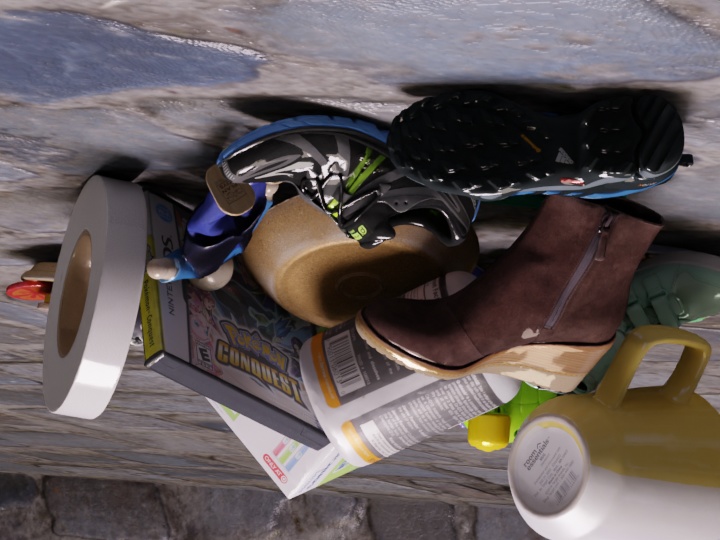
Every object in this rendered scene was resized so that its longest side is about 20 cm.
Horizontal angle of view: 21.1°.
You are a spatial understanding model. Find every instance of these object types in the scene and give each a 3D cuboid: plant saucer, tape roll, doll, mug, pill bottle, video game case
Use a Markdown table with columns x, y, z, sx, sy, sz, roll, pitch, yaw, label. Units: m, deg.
| x | y | z | sx | sy | sz | roll | pitch | yaw | label |
| --- | --- | --- | --- | --- | --- | --- | --- | --- | --- |
| 0.000 | 0.000 | 1.606 | 0.200 | 0.036 | 0.200 | -1 | 148 | 0 | plant saucer |
| -0.221 | 0.022 | 1.597 | 0.037 | 0.203 | 0.203 | 11 | 167 | -18 | tape roll |
| -0.109 | -0.034 | 1.503 | 0.048 | 0.136 | 0.200 | 47 | 157 | 7 | doll |
| 0.198 | 0.143 | 1.546 | 0.153 | 0.187 | 0.149 | 10 | 165 | -43 | mug |
| 0.060 | 0.070 | 1.567 | 0.200 | 0.117 | 0.116 | -25 | 159 | 11 | pill bottle |
| -0.108 | 0.040 | 1.624 | 0.025 | 0.181 | 0.200 | -35 | 135 | 27 | video game case |

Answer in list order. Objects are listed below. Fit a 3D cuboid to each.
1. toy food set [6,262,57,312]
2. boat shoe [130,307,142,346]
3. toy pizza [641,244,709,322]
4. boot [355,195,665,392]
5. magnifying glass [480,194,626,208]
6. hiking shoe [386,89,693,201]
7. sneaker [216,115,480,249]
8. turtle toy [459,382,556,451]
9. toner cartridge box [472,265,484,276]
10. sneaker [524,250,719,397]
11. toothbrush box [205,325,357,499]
| x | y | z | sx | sy | sz | roll | pitch | yaw | label |
| --- | --- | --- | --- | --- | --- | --- | --- | --- | --- |
| -0.251 | 0.030 | 1.946 | 0.198 | 0.049 | 0.200 | 13 | 173 | -32 | toy food set |
| -0.187 | 0.048 | 1.692 | 0.200 | 0.063 | 0.073 | 28 | 146 | 38 | boat shoe |
| 0.248 | 0.015 | 1.701 | 0.200 | 0.032 | 0.200 | 6 | 167 | 1 | toy pizza |
| 0.110 | 0.003 | 1.438 | 0.199 | 0.167 | 0.072 | 12 | -150 | -18 | boot |
| 0.107 | -0.062 | 1.470 | 0.199 | 0.022 | 0.080 | -3 | 165 | 29 | magnifying glass |
| 0.118 | -0.073 | 1.288 | 0.199 | 0.075 | 0.087 | 3 | 166 | 15 | hiking shoe |
| -0.004 | -0.060 | 1.386 | 0.199 | 0.083 | 0.071 | 11 | 165 | -19 | sneaker |
| 0.104 | 0.087 | 1.716 | 0.200 | 0.146 | 0.101 | 10 | 172 | -43 | turtle toy |
| 0.063 | 0.023 | 1.761 | 0.095 | 0.043 | 0.200 | -12 | 161 | 20 | toner cartridge box |
| 0.227 | 0.054 | 1.600 | 0.200 | 0.118 | 0.074 | -9 | 137 | 28 | sneaker |
| -0.032 | 0.106 | 1.772 | 0.086 | 0.146 | 0.200 | -50 | 163 | 29 | toothbrush box |
